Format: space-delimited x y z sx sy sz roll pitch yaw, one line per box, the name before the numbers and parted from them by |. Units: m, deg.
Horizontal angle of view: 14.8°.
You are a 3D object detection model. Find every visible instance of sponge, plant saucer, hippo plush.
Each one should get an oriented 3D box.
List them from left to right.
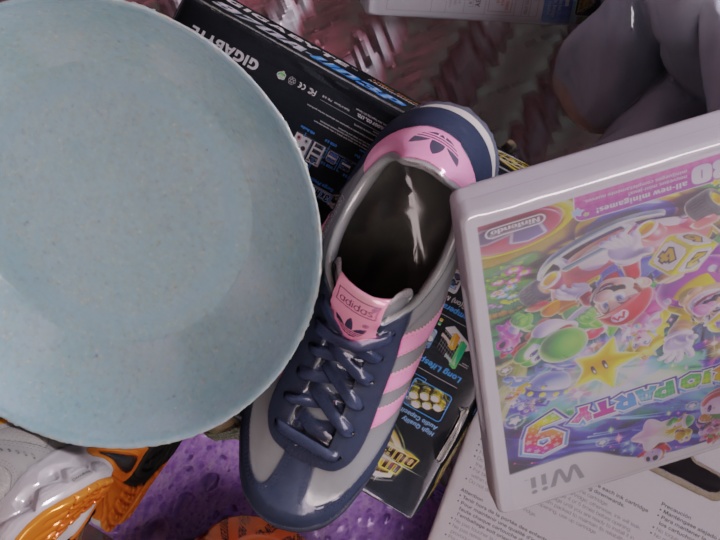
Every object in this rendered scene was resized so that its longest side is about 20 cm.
plant saucer | -0.109 -0.024 1.160 0.200 0.039 0.202 5 112 13
sponge | -0.028 0.129 1.394 0.200 0.030 0.112 35 107 -28
hippo plush | 0.190 -0.102 1.245 0.160 0.159 0.201 -6 81 -30

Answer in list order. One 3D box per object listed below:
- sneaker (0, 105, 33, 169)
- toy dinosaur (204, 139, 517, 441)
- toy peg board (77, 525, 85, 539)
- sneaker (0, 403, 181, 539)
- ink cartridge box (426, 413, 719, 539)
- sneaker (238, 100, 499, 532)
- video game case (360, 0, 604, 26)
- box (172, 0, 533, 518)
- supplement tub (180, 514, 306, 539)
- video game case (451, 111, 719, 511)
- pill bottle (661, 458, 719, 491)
sneaker | -0.214 -0.076 1.209 0.200 0.073 0.085 28 114 -14
toy dinosaur | 0.000 0.000 1.288 0.047 0.088 0.200 33 107 -30
toy peg board | -0.230 0.165 1.283 0.098 0.200 0.199 41 106 -11
sneaker | -0.141 0.073 1.248 0.092 0.200 0.076 37 108 9
ink cartridge box | 0.129 0.147 1.309 0.196 0.043 0.200 27 114 16
sneaker | -0.006 0.024 1.159 0.070 0.082 0.200 22 103 6
video game case | 0.107 -0.177 1.249 0.199 0.018 0.144 2 119 -14
box | -0.023 -0.009 1.224 0.200 0.046 0.159 29 103 6
supplement tub | -0.095 0.214 1.351 0.122 0.123 0.200 26 127 -25
video game case | 0.116 0.018 1.158 0.143 0.018 0.200 -17 140 -6
pill bottle | 0.159 0.198 1.426 0.119 0.120 0.200 -9 122 -8
